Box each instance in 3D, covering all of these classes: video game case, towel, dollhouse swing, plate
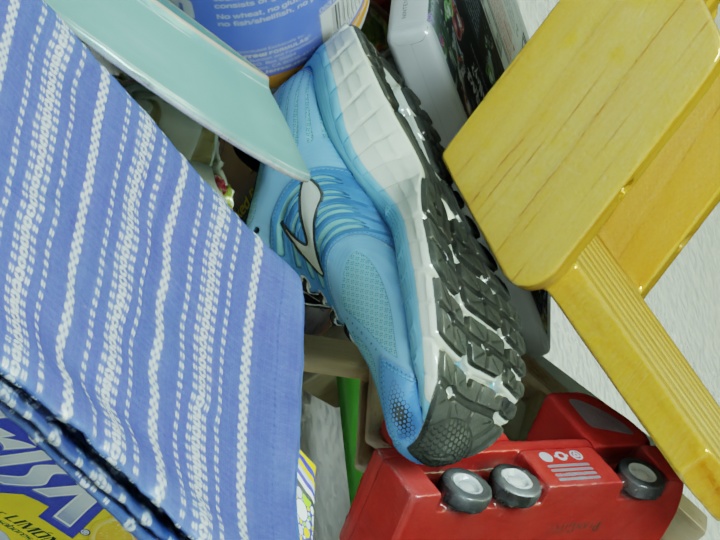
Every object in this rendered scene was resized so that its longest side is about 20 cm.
[{"bbox_3d":[0.057,-0.090,0.939,0.183,0.023,0.201,-84,157,-46],"label":"video game case"},{"bbox_3d":[-0.071,-0.002,0.571,0.200,0.024,0.146,50,29,-40],"label":"towel"},{"bbox_3d":[0.150,-0.020,0.837,0.176,0.182,0.200,40,6,17],"label":"dollhouse swing"},{"bbox_3d":[-0.093,-0.098,0.702,0.200,0.026,0.200,37,5,-3],"label":"plate"}]

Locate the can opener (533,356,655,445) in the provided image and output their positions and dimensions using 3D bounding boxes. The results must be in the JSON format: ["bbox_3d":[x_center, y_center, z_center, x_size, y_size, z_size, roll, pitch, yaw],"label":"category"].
[{"bbox_3d":[0.061,0.043,0.974,0.200,0.053,0.066,38,33,12],"label":"can opener"}]

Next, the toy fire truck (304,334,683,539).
[{"bbox_3d":[0.018,0.064,0.788,0.199,0.049,0.141,1,35,-36],"label":"toy fire truck"}]

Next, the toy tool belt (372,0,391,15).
[{"bbox_3d":[-0.033,-0.201,0.955,0.199,0.124,0.124,23,47,-43],"label":"toy tool belt"}]

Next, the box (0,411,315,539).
[{"bbox_3d":[-0.090,0.045,0.605,0.200,0.064,0.070,49,31,-41],"label":"box"}]

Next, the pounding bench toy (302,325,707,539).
[{"bbox_3d":[0.037,0.126,0.879,0.200,0.124,0.156,42,29,-9],"label":"pounding bench toy"}]

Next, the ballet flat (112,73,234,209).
[{"bbox_3d":[-0.071,-0.024,0.738,0.075,0.064,0.201,7,39,-25],"label":"ballet flat"}]

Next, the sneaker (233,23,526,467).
[{"bbox_3d":[0.000,0.000,0.768,0.078,0.090,0.201,44,20,-45],"label":"sneaker"}]

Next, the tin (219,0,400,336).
[{"bbox_3d":[-0.029,-0.048,0.912,0.200,0.042,0.113,-56,135,-45],"label":"tin"}]

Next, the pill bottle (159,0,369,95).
[{"bbox_3d":[-0.055,-0.163,0.770,0.200,0.111,0.113,81,2,-63],"label":"pill bottle"}]
